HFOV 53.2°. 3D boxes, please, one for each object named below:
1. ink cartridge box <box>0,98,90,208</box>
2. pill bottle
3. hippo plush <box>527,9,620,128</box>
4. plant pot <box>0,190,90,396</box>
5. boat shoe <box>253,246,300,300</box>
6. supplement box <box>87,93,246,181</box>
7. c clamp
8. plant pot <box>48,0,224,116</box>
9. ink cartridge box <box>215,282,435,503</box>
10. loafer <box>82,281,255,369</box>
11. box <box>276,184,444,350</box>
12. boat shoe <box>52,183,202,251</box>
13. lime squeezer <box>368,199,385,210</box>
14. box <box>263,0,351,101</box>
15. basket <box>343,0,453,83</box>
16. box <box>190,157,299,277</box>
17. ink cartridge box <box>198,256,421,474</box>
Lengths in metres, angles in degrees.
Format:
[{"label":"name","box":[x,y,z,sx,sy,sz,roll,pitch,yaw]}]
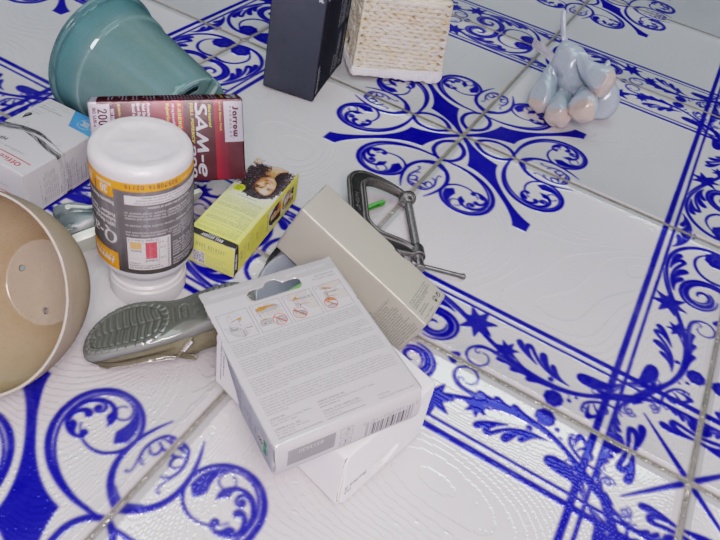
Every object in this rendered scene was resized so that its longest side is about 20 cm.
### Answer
[{"label":"ink cartridge box","box":[-0.454,-0.150,0.984,0.114,0.069,0.201,24,43,14]},{"label":"pill bottle","box":[-0.251,-0.064,0.836,0.113,0.203,0.118,7,40,-6]},{"label":"hippo plush","box":[0.418,-0.356,1.405,0.159,0.159,0.203,9,46,-53]},{"label":"plant pot","box":[-0.365,0.018,0.752,0.195,0.205,0.134,16,5,5]},{"label":"boat shoe","box":[-0.092,-0.002,0.914,0.070,0.066,0.202,42,44,-18]},{"label":"supplement box","box":[-0.255,-0.176,0.961,0.195,0.112,0.061,-6,20,-17]},{"label":"c clamp","box":[0.054,-0.070,1.041,0.167,0.027,0.203,13,40,-23]},{"label":"plant pot","box":[-0.319,-0.268,1.071,0.195,0.202,0.200,37,46,15]},{"label":"ink cartridge box","box":[-0.039,0.120,0.771,0.199,0.085,0.144,37,48,26]},{"label":"loafer","box":[-0.206,0.075,0.796,0.195,0.071,0.076,-13,40,-2]},{"label":"box","box":[0.000,0.000,0.868,0.200,0.082,0.068,44,44,-1]},{"label":"boat shoe","box":[-0.301,-0.086,0.937,0.197,0.073,0.063,-27,85,-30]},{"label":"lime squeezer","box":[-0.006,-0.058,1.015,0.069,0.038,0.202,10,39,2]},{"label":"box","box":[-0.091,-0.449,1.306,0.102,0.203,0.184,17,40,5]},{"label":"basket","box":[0.068,-0.496,1.432,0.195,0.163,0.201,2,41,-14]},{"label":"box","box":[-0.158,-0.079,0.992,0.074,0.051,0.201,20,42,9]},{"label":"ink cartridge box","box":[-0.055,0.084,0.712,0.158,0.051,0.201,-16,46,-26]}]
